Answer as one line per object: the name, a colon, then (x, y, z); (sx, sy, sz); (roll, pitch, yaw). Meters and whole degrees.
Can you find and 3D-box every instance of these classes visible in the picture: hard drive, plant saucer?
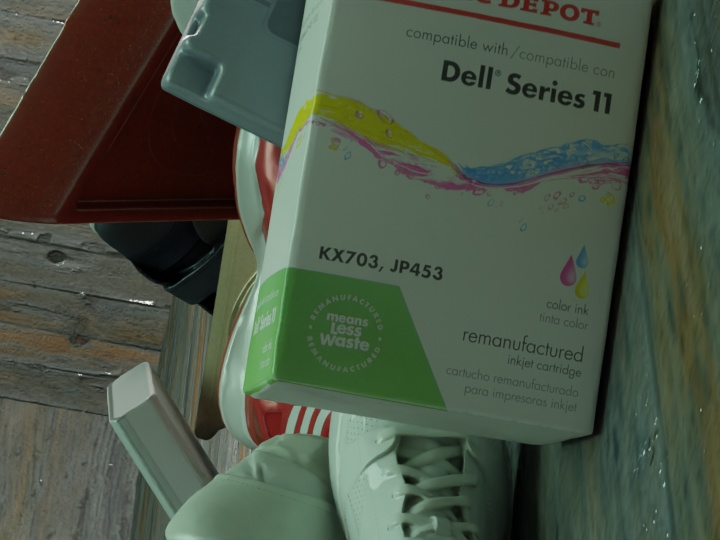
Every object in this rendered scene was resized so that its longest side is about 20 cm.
hard drive: (-0.059, 0.142, 1.233); (0.200, 0.026, 0.132); (58, 177, -8)
plant saucer: (-0.058, -0.092, 1.159); (0.037, 0.200, 0.200); (50, 120, 28)

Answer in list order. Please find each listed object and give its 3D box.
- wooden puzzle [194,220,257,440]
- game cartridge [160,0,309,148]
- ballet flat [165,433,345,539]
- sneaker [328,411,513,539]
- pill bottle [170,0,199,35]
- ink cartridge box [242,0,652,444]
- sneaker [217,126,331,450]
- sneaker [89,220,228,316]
wooden puzzle: (-0.004, -0.020, 1.243); (0.200, 0.046, 0.186); (-28, 46, 48)
game cartridge: (0.025, -0.127, 0.958); (0.200, 0.133, 0.040); (-65, 4, -12)
ballet flat: (-0.017, 0.098, 1.024); (0.200, 0.069, 0.070); (25, -108, -62)
sneaker: (0.033, 0.098, 0.921); (0.116, 0.074, 0.200); (124, 145, -70)
pill bottle: (0.008, -0.165, 1.044); (0.200, 0.114, 0.114); (-60, -2, -25)
ink cartridge box: (0.033, -0.047, 0.895); (0.067, 0.117, 0.200); (142, 137, -77)
sneaker: (0.000, 0.000, 1.100); (0.115, 0.078, 0.200); (28, 120, 52)
sneaker: (-0.058, -0.005, 1.380); (0.078, 0.200, 0.080); (-36, 57, 38)
